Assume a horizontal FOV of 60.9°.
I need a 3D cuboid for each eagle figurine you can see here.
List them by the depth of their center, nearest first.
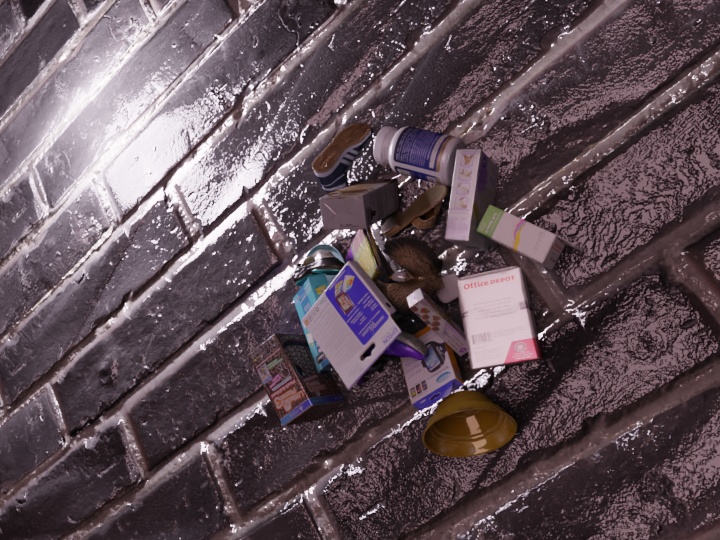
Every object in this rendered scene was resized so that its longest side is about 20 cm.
[{"bbox_3d":[0.120,0.016,1.371,0.151,0.200,0.152,-32,72,20],"label":"eagle figurine"}]

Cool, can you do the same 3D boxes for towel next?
[{"bbox_3d":[0.000,0.000,1.465,0.200,0.023,0.144,116,144,-47],"label":"towel"}]

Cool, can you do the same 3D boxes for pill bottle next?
[{"bbox_3d":[0.138,-0.276,1.450,0.200,0.116,0.116,20,92,28],"label":"pill bottle"}]

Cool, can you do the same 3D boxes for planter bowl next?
[{"bbox_3d":[0.226,0.315,1.311,0.200,0.200,0.084,-29,41,21],"label":"planter bowl"}]

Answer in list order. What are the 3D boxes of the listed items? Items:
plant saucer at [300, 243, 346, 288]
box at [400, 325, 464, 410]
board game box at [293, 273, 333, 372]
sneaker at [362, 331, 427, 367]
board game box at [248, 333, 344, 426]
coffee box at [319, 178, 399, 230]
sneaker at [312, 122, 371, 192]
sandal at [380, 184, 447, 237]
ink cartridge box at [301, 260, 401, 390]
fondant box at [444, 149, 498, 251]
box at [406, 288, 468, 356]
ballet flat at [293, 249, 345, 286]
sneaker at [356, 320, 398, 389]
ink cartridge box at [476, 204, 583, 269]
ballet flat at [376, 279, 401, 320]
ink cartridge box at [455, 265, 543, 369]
[{"bbox_3d":[-0.085,0.033,1.543,0.200,0.027,0.201,1,92,49],"label":"plant saucer"},{"bbox_3d":[0.155,0.218,1.363,0.119,0.041,0.200,-35,38,19],"label":"box"},{"bbox_3d":[-0.093,0.128,1.470,0.200,0.047,0.151,69,154,15],"label":"board game box"},{"bbox_3d":[0.055,0.179,1.395,0.200,0.070,0.100,21,96,25],"label":"sneaker"},{"bbox_3d":[-0.156,0.265,1.506,0.097,0.159,0.200,-38,68,18],"label":"board game box"},{"bbox_3d":[0.003,-0.159,1.451,0.114,0.200,0.080,1,109,26],"label":"coffee box"},{"bbox_3d":[-0.040,-0.286,1.580,0.070,0.109,0.200,32,68,30],"label":"sneaker"},{"bbox_3d":[0.146,-0.128,1.463,0.212,0.070,0.078,-31,32,38],"label":"sandal"},{"bbox_3d":[-0.016,0.118,1.315,0.198,0.043,0.200,-50,62,27],"label":"ink cartridge box"},{"bbox_3d":[0.250,-0.152,1.359,0.058,0.144,0.201,5,86,28],"label":"fondant box"},{"bbox_3d":[0.175,0.115,1.339,0.039,0.200,0.041,-36,32,18],"label":"box"},{"bbox_3d":[-0.104,-0.012,1.498,0.200,0.068,0.069,-17,69,47],"label":"ballet flat"},{"bbox_3d":[0.038,0.192,1.481,0.088,0.074,0.200,42,98,-7],"label":"sneaker"},{"bbox_3d":[0.361,-0.062,1.303,0.200,0.117,0.067,30,98,28],"label":"ink cartridge box"},{"bbox_3d":[0.043,0.064,1.475,0.200,0.065,0.071,-123,42,-51],"label":"ballet flat"},{"bbox_3d":[0.301,0.105,1.327,0.146,0.083,0.201,-13,77,20],"label":"ink cartridge box"}]
